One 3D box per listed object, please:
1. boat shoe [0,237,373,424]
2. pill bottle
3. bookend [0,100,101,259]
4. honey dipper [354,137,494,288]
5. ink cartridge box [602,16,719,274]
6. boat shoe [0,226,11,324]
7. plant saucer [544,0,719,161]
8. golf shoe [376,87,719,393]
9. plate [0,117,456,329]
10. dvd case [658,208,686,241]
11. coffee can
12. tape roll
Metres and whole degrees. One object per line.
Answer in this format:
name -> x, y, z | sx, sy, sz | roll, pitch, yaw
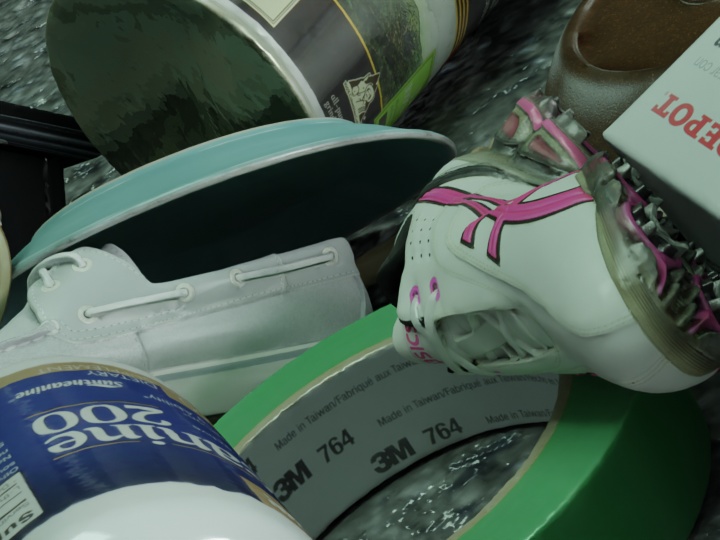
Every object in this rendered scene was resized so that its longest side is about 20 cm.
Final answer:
boat shoe -> -0.087, 0.024, 0.968 | 0.200, 0.069, 0.072 | -9, -7, -18
pill bottle -> -0.062, 0.099, 0.728 | 0.111, 0.111, 0.200 | -36, 22, -6
bookend -> -0.198, 0.028, 1.151 | 0.092, 0.199, 0.200 | -15, 74, 37
honey dipper -> 0.000, 0.000, 1.032 | 0.200, 0.038, 0.038 | -30, 23, 28
ink cartridge box -> 0.192, -0.063, 0.819 | 0.200, 0.083, 0.145 | -45, 30, 0
boat shoe -> -0.209, 0.044, 0.994 | 0.200, 0.065, 0.072 | -40, 64, 22
plant saucer -> 0.151, -0.107, 1.035 | 0.200, 0.032, 0.200 | -27, 24, 13
golf shoe -> 0.057, 0.008, 0.819 | 0.092, 0.073, 0.200 | -40, 14, 2
plate -> -0.060, -0.021, 1.048 | 0.200, 0.026, 0.200 | -20, -9, -3
dvd case -> 0.153, -0.059, 1.000 | 0.200, 0.018, 0.143 | -19, 27, 29
coffee can -> -0.022, -0.131, 1.197 | 0.146, 0.146, 0.200 | -5, 37, 48
tape roll -> 0.014, 0.079, 0.876 | 0.200, 0.048, 0.200 | -27, 24, 13
